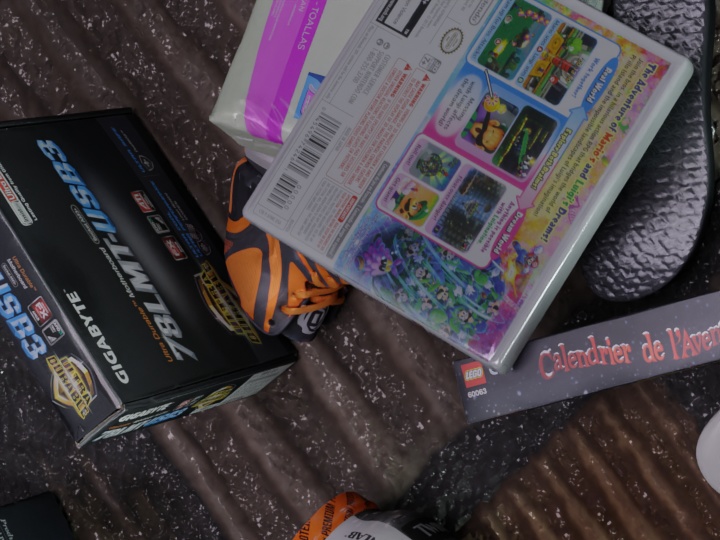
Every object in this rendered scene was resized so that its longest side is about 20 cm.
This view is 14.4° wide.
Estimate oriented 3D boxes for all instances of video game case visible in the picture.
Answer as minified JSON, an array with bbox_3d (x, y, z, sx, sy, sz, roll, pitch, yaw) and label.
[{"bbox_3d":[0.058,-0.071,1.577,0.182,0.024,0.200,31,86,23],"label":"video game case"}]

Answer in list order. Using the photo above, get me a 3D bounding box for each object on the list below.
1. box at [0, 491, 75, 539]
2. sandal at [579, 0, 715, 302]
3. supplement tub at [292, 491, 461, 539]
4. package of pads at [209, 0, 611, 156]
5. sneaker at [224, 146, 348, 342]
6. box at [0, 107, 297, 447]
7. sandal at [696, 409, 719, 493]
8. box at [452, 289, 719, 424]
[{"bbox_3d":[-0.295,0.249,1.814,0.200,0.196,0.124,-30,80,27],"label":"box"},{"bbox_3d":[0.172,-0.079,1.628,0.076,0.043,0.201,10,90,19],"label":"sandal"},{"bbox_3d":[0.046,0.224,1.674,0.200,0.122,0.123,34,110,20],"label":"supplement tub"},{"bbox_3d":[0.031,-0.126,1.651,0.199,0.068,0.155,18,82,22],"label":"package of pads"},{"bbox_3d":[0.000,0.000,1.710,0.200,0.077,0.112,29,112,33],"label":"sneaker"},{"bbox_3d":[-0.152,-0.001,1.711,0.050,0.198,0.200,-39,77,26],"label":"box"},{"bbox_3d":[0.282,0.070,1.580,0.202,0.050,0.083,-30,96,14],"label":"sandal"},{"bbox_3d":[0.169,0.038,1.582,0.199,0.136,0.038,-16,88,28],"label":"box"}]
